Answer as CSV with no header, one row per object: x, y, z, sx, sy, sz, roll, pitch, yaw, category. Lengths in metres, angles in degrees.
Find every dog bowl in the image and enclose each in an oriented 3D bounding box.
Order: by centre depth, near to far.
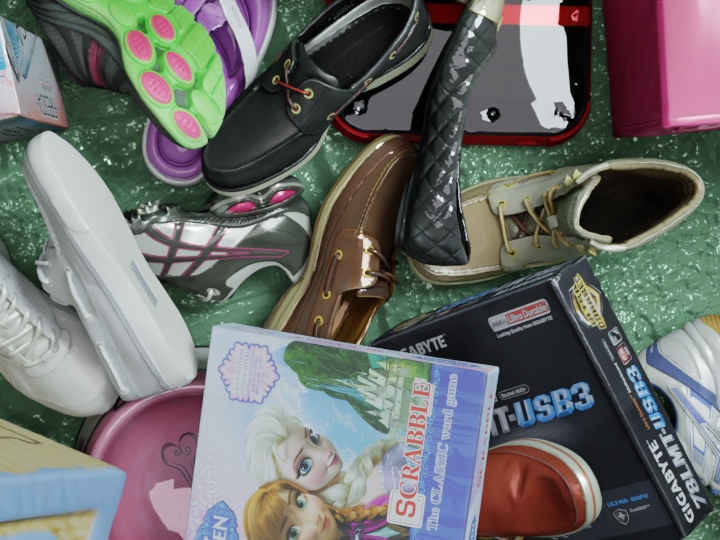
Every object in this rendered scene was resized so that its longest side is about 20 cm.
-0.117,0.158,1.227,0.199,0.074,0.201,0,94,-1,dog bowl

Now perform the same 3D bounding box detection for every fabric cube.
0.275,-0.200,1.154,0.195,0.200,0.201,-6,93,-2,fabric cube

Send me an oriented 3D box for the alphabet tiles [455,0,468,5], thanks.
0.089,-0.286,1.167,0.167,0.008,0.201,23,81,-44,alphabet tiles

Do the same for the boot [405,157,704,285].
0.132,-0.036,1.180,0.199,0.155,0.072,-15,93,-2,boot

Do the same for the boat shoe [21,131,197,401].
-0.186,0.002,1.152,0.068,0.072,0.201,-25,113,13,boat shoe

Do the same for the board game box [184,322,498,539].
-0.017,0.149,1.143,0.198,0.041,0.201,8,93,16,board game box

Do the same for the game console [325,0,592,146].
0.073,-0.182,1.236,0.199,0.031,0.178,1,88,-3,game console

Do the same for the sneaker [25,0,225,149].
-0.168,-0.160,1.192,0.077,0.084,0.200,-33,72,-31,sneaker

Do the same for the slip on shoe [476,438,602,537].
0.082,0.159,1.168,0.199,0.061,0.074,-5,108,42,slip on shoe

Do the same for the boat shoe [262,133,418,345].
0.000,0.000,1.209,0.067,0.072,0.201,29,93,39,boat shoe

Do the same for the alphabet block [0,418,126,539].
-0.311,0.194,1.130,0.199,0.196,0.196,19,92,24,alphabet block

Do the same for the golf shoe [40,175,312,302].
-0.131,-0.012,1.215,0.199,0.077,0.089,-13,99,-1,golf shoe

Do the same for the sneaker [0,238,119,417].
-0.256,0.033,1.188,0.200,0.099,0.078,40,92,6,sneaker

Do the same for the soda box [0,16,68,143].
-0.249,-0.126,1.139,0.063,0.200,0.069,-13,93,-1,soda box

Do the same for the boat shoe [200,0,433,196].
-0.036,-0.133,1.176,0.201,0.063,0.074,-40,68,-4,boat shoe

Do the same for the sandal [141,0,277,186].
-0.108,-0.160,1.217,0.082,0.050,0.204,11,93,-3,sandal

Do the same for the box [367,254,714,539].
0.122,0.108,1.182,0.050,0.200,0.199,-33,98,-43,box

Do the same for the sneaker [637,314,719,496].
0.270,0.136,1.247,0.088,0.075,0.201,-24,87,11,sneaker

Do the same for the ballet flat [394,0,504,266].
0.071,-0.101,1.162,0.057,0.066,0.201,15,100,7,ballet flat
